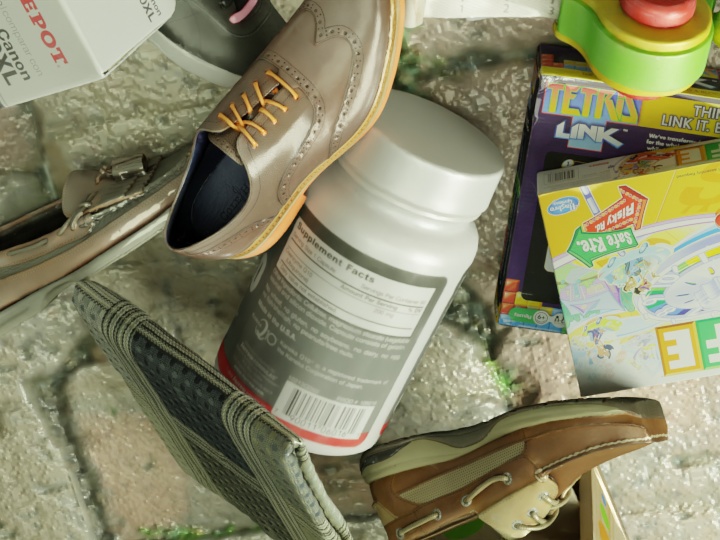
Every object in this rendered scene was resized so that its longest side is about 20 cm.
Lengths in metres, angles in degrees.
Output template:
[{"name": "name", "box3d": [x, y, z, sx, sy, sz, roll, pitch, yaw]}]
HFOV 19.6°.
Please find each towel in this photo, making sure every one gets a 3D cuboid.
[{"name": "towel", "box3d": [-0.073, 0.103, 1.244, 0.035, 0.192, 0.200, -46, 145, -17]}]

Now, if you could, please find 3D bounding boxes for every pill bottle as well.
[{"name": "pill bottle", "box3d": [0.000, 0.000, 1.236, 0.114, 0.114, 0.200, 23, 115, -7]}]

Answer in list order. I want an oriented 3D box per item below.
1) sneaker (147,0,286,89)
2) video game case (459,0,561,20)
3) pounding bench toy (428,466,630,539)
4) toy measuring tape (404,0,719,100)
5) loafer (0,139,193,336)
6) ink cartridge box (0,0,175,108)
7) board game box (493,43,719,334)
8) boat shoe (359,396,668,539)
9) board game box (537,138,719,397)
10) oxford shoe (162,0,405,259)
[{"name": "sneaker", "box3d": [-0.092, -0.182, 1.165, 0.200, 0.071, 0.099, 39, 135, -10]}, {"name": "video game case", "box3d": [0.141, -0.227, 1.125, 0.199, 0.023, 0.182, -10, 133, 3]}, {"name": "pounding bench toy", "box3d": [0.118, 0.238, 1.319, 0.124, 0.156, 0.200, -19, 114, 13]}, {"name": "toy measuring tape", "box3d": [0.123, -0.130, 1.151, 0.199, 0.074, 0.074, 0, 117, -7]}, {"name": "loafer", "box3d": [-0.174, -0.028, 1.264, 0.200, 0.072, 0.063, -33, 102, 21]}, {"name": "ink cartridge box", "box3d": [-0.223, -0.165, 1.153, 0.200, 0.083, 0.145, -12, 116, 36]}, {"name": "board game box", "box3d": [0.189, -0.036, 1.236, 0.199, 0.057, 0.166, 9, 114, 1]}, {"name": "boat shoe", "box3d": [0.093, 0.123, 1.247, 0.200, 0.076, 0.074, -17, 78, 33]}, {"name": "board game box", "box3d": [0.212, -0.008, 1.197, 0.200, 0.034, 0.135, -11, 114, 10]}, {"name": "oxford shoe", "box3d": [-0.042, -0.084, 1.145, 0.071, 0.073, 0.200, 38, 113, 19]}]
